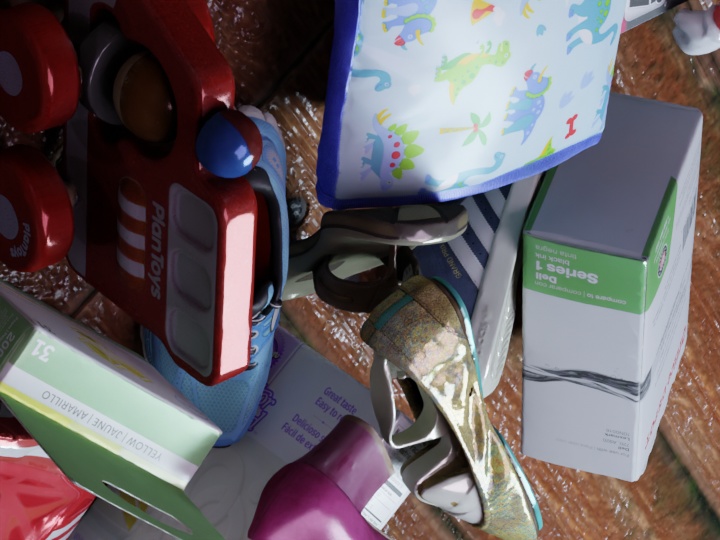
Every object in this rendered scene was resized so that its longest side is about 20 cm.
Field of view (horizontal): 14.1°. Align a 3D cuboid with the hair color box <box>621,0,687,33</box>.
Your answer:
[{"bbox_3d":[0.187,-0.220,1.783,0.200,0.061,0.099,-28,134,-32],"label":"hair color box"}]

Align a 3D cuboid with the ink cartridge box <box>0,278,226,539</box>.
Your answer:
[{"bbox_3d":[-0.132,0.075,1.523,0.145,0.200,0.048,32,92,-39],"label":"ink cartridge box"}]

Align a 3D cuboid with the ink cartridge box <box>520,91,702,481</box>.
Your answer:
[{"bbox_3d":[0.157,0.011,1.840,0.146,0.084,0.201,-64,161,-44],"label":"ink cartridge box"}]

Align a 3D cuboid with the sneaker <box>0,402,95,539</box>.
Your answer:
[{"bbox_3d":[-0.215,0.126,1.591,0.200,0.078,0.116,11,106,-48],"label":"sneaker"}]

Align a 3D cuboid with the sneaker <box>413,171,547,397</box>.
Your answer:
[{"bbox_3d":[0.063,-0.025,1.790,0.075,0.084,0.201,67,38,-69],"label":"sneaker"}]

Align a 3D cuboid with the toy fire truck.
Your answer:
[{"bbox_3d":[-0.107,-0.060,1.498,0.112,0.168,0.201,-20,130,-37],"label":"toy fire truck"}]

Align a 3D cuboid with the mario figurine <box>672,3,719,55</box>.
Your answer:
[{"bbox_3d":[0.237,-0.203,1.761,0.200,0.106,0.124,53,38,-61],"label":"mario figurine"}]

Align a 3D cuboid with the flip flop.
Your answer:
[{"bbox_3d":[0.000,0.000,1.649,0.081,0.200,0.058,-3,79,-29],"label":"flip flop"}]

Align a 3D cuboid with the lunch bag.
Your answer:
[{"bbox_3d":[0.052,-0.137,1.647,0.200,0.127,0.171,-27,135,-43],"label":"lunch bag"}]

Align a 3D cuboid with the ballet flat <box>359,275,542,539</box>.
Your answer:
[{"bbox_3d":[0.045,0.090,1.628,0.071,0.071,0.200,-38,131,-21],"label":"ballet flat"}]

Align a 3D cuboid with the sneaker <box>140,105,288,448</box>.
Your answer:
[{"bbox_3d":[-0.080,0.013,1.626,0.078,0.090,0.201,0,116,-10],"label":"sneaker"}]

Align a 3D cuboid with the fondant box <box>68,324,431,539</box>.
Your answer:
[{"bbox_3d":[-0.070,0.139,1.698,0.200,0.144,0.058,-51,140,-7],"label":"fondant box"}]

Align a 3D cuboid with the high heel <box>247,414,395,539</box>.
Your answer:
[{"bbox_3d":[-0.004,0.180,1.625,0.096,0.067,0.200,-44,125,-29],"label":"high heel"}]
